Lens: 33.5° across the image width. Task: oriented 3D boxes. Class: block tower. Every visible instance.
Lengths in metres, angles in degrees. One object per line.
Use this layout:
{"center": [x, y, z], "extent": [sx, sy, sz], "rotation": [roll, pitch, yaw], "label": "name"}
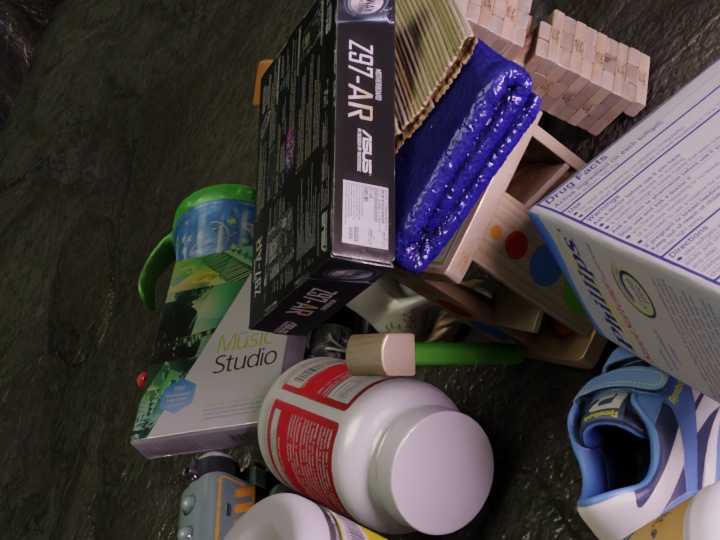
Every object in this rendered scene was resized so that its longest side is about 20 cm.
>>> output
{"center": [0.125, -0.173, 0.926], "extent": [0.058, 0.198, 0.054], "rotation": [-47, 25, 56], "label": "block tower"}

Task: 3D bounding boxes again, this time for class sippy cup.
{"center": [-0.133, 0.005, 1.230], "extent": [0.178, 0.139, 0.131], "rotation": [-38, 35, 39], "label": "sippy cup"}

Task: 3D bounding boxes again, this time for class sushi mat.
{"center": [0.030, -0.165, 0.819], "extent": [0.096, 0.012, 0.201], "rotation": [-52, 28, 25], "label": "sushi mat"}

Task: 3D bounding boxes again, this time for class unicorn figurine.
{"center": [0.000, 0.000, 0.987], "extent": [0.074, 0.200, 0.138], "rotation": [-27, -26, -51], "label": "unicorn figurine"}

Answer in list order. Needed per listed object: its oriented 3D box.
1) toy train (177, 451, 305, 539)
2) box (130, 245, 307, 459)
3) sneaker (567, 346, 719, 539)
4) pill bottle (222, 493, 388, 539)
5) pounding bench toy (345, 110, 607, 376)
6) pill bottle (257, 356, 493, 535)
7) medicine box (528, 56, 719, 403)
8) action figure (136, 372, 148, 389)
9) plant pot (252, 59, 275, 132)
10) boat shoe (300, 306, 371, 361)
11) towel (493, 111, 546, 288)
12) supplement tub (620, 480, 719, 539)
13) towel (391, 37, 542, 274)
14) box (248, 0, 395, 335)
{"center": [-0.101, 0.238, 0.976], "extent": [0.085, 0.114, 0.201], "rotation": [-41, 32, 30], "label": "toy train"}
{"center": [-0.117, 0.065, 1.064], "extent": [0.143, 0.036, 0.201], "rotation": [-11, 47, 22], "label": "box"}
{"center": [0.171, 0.078, 0.710], "extent": [0.074, 0.082, 0.201], "rotation": [-32, 35, 44], "label": "sneaker"}
{"center": [0.010, 0.220, 0.708], "extent": [0.112, 0.199, 0.113], "rotation": [-40, 31, 31], "label": "pill bottle"}
{"center": [0.092, 0.013, 0.828], "extent": [0.124, 0.155, 0.201], "rotation": [8, 68, 61], "label": "pounding bench toy"}
{"center": [0.010, 0.131, 0.897], "extent": [0.199, 0.112, 0.113], "rotation": [7, 69, 61], "label": "pill bottle"}
{"center": [0.224, -0.028, 0.643], "extent": [0.182, 0.103, 0.200], "rotation": [-38, 25, -8], "label": "medicine box"}
{"center": [-0.143, 0.130, 1.230], "extent": [0.198, 0.099, 0.066], "rotation": [2, 58, 35], "label": "action figure"}
{"center": [-0.015, -0.101, 1.113], "extent": [0.200, 0.198, 0.141], "rotation": [21, 96, 63], "label": "plant pot"}
{"center": [-0.029, 0.070, 1.071], "extent": [0.071, 0.072, 0.201], "rotation": [-37, 33, 38], "label": "boat shoe"}
{"center": [0.097, -0.105, 0.956], "extent": [0.022, 0.146, 0.202], "rotation": [-16, 49, 40], "label": "towel"}
{"center": [0.161, 0.185, 0.547], "extent": [0.200, 0.144, 0.145], "rotation": [-41, 31, 30], "label": "supplement tub"}
{"center": [0.041, -0.094, 0.808], "extent": [0.148, 0.049, 0.200], "rotation": [-60, 26, 14], "label": "towel"}
{"center": [-0.028, -0.074, 0.808], "extent": [0.160, 0.043, 0.202], "rotation": [140, 135, -60], "label": "box"}
